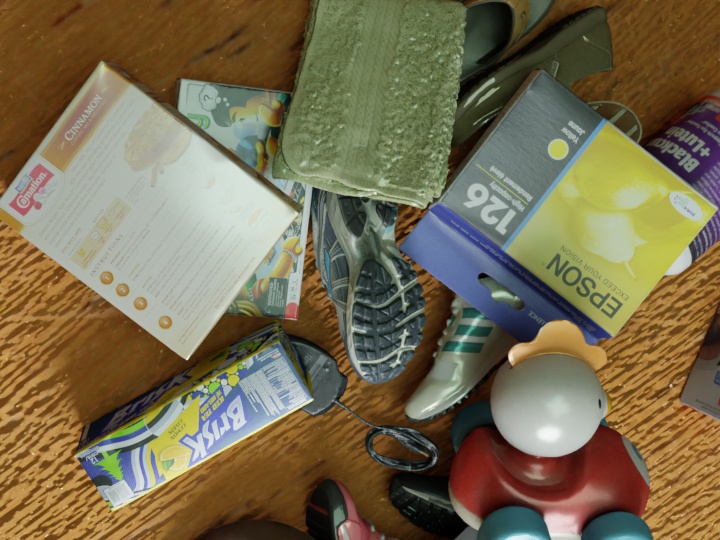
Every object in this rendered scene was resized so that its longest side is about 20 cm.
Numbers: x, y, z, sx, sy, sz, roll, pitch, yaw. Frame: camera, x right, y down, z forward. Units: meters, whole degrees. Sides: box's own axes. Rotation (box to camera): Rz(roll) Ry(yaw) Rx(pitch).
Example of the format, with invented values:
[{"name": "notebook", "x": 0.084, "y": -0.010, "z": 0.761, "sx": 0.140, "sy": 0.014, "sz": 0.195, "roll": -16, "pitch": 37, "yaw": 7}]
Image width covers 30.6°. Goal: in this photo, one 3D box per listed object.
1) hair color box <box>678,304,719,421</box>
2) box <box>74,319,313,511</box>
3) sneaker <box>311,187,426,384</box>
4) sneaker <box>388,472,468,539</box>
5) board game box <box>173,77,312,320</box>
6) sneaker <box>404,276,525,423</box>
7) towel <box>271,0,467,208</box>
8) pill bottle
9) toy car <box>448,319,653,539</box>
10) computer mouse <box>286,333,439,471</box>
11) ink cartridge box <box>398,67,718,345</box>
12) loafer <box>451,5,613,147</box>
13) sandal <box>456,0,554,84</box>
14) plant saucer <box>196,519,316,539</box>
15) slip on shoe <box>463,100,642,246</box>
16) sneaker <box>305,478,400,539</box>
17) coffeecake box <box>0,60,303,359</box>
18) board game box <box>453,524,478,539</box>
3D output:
[{"name": "hair color box", "x": 0.395, "y": 0.058, "z": 1.271, "sx": 0.064, "sy": 0.111, "sz": 0.200, "roll": 24, "pitch": 90, "yaw": -18}, {"name": "box", "x": -0.142, "y": 0.124, "z": 1.133, "sx": 0.200, "sy": 0.070, "sz": 0.064, "roll": -29, "pitch": 104, "yaw": 2}, {"name": "sneaker", "x": 0.000, "y": 0.000, "z": 1.164, "sx": 0.077, "sy": 0.086, "sz": 0.201, "roll": -8, "pitch": 91, "yaw": -30}, {"name": "sneaker", "x": 0.125, "y": 0.214, "z": 1.251, "sx": 0.200, "sy": 0.076, "sz": 0.088, "roll": 19, "pitch": 62, "yaw": -9}, {"name": "board game box", "x": -0.108, "y": -0.061, "z": 1.153, "sx": 0.126, "sy": 0.035, "sz": 0.201, "roll": 5, "pitch": 96, "yaw": -15}, {"name": "sneaker", "x": 0.101, "y": 0.052, "z": 1.221, "sx": 0.200, "sy": 0.070, "sz": 0.093, "roll": -42, "pitch": 83, "yaw": -1}, {"name": "towel", "x": 0.013, "y": -0.152, "z": 1.118, "sx": 0.148, "sy": 0.037, "sz": 0.200, "roll": 10, "pitch": 69, "yaw": 4}, {"name": "pill bottle", "x": 0.292, "y": -0.067, "z": 1.224, "sx": 0.200, "sy": 0.111, "sz": 0.111, "roll": -40, "pitch": 106, "yaw": -7}, {"name": "toy car", "x": 0.174, "y": 0.133, "z": 1.126, "sx": 0.176, "sy": 0.184, "sz": 0.200, "roll": 4, "pitch": 120, "yaw": -7}, {"name": "computer mouse", "x": -0.013, "y": 0.121, "z": 1.198, "sx": 0.200, "sy": 0.034, "sz": 0.059, "roll": 37, "pitch": 97, "yaw": -12}, {"name": "ink cartridge box", "x": 0.170, "y": -0.038, "z": 1.146, "sx": 0.197, "sy": 0.047, "sz": 0.200, "roll": 37, "pitch": 94, "yaw": -5}, {"name": "loafer", "x": 0.153, "y": -0.166, "z": 1.190, "sx": 0.200, "sy": 0.076, "sz": 0.068, "roll": -35, "pitch": 99, "yaw": -8}, {"name": "sandal", "x": 0.111, "y": -0.227, "z": 1.180, "sx": 0.200, "sy": 0.055, "sz": 0.082, "roll": -41, "pitch": 106, "yaw": -7}, {"name": "plant saucer", "x": -0.099, "y": 0.319, "z": 1.149, "sx": 0.200, "sy": 0.034, "sz": 0.201, "roll": -4, "pitch": 79, "yaw": 18}, {"name": "slip on shoe", "x": 0.169, "y": -0.086, "z": 1.215, "sx": 0.200, "sy": 0.061, "sz": 0.076, "roll": -39, "pitch": 87, "yaw": -10}, {"name": "sneaker", "x": 0.013, "y": 0.270, "z": 1.224, "sx": 0.087, "sy": 0.074, "sz": 0.201, "roll": -26, "pitch": 111, "yaw": -20}, {"name": "coffeecake box", "x": -0.173, "y": -0.051, "z": 1.085, "sx": 0.200, "sy": 0.073, "sz": 0.154, "roll": 38, "pitch": 95, "yaw": -4}, {"name": "board game box", "x": 0.089, "y": 0.350, "z": 1.220, "sx": 0.200, "sy": 0.041, "sz": 0.200, "roll": -42, "pitch": 133, "yaw": -7}]
